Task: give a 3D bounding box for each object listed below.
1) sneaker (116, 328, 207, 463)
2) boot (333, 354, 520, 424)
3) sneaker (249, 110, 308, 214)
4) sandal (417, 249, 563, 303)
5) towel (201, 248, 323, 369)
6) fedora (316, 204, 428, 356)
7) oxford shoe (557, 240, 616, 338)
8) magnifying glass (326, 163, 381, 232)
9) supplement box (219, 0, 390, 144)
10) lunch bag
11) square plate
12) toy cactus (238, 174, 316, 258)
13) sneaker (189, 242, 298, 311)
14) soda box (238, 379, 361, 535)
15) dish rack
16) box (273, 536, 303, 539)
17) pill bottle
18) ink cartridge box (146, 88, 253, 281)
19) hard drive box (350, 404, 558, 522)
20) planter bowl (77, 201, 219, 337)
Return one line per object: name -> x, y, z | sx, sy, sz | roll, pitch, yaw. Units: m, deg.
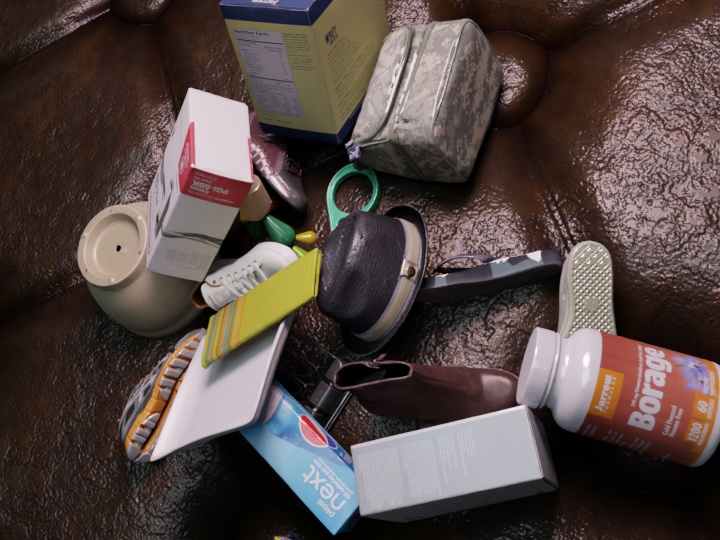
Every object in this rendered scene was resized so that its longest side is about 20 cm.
sneaker -> -0.278, 0.165, 1.055 | 0.077, 0.078, 0.201 | 23, 74, 45
boot -> 0.083, 0.138, 0.868 | 0.197, 0.166, 0.074 | -7, 70, 19
sneaker -> -0.105, -0.185, 1.102 | 0.115, 0.076, 0.201 | -37, 63, 3
sandal -> 0.152, 0.002, 0.944 | 0.197, 0.076, 0.044 | -12, 70, 6
towel -> -0.124, 0.050, 0.939 | 0.199, 0.018, 0.087 | -32, 36, 27
fedora -> 0.000, 0.000, 0.944 | 0.200, 0.091, 0.203 | -42, 36, 40
oxford shoe -> 0.264, 0.068, 0.887 | 0.074, 0.058, 0.204 | 4, 88, 3
magnifying glass -> -0.024, -0.056, 1.056 | 0.078, 0.022, 0.203 | 9, 77, 23
supplement box -> -0.062, -0.321, 1.025 | 0.132, 0.201, 0.201 | 12, 53, 24
lunch bag -> 0.078, -0.224, 1.015 | 0.166, 0.139, 0.203 | 8, 75, 39
square plate -> -0.162, 0.133, 0.929 | 0.198, 0.028, 0.200 | -27, 33, 36
toy cactus -> -0.133, -0.074, 1.033 | 0.102, 0.166, 0.200 | -37, 67, -17
sneaker -> -0.158, 0.021, 1.011 | 0.198, 0.073, 0.085 | -15, 26, 45
soda box -> -0.069, 0.219, 0.904 | 0.200, 0.064, 0.068 | 41, 89, 21
dish rack -> -0.114, 0.140, 1.009 | 0.199, 0.055, 0.154 | 32, 85, 29
box -> -0.021, 0.386, 0.884 | 0.197, 0.064, 0.071 | 16, 79, 26
pill bottle -> 0.274, 0.128, 0.801 | 0.197, 0.112, 0.114 | 15, 77, 7
ink cartridge box -> -0.215, -0.107, 0.979 | 0.201, 0.082, 0.148 | -54, 36, 40
hard drive box -> 0.109, 0.222, 0.837 | 0.197, 0.156, 0.078 | -16, 66, 15
planter bowl -> -0.324, -0.017, 1.096 | 0.197, 0.135, 0.204 | -7, 70, 18
